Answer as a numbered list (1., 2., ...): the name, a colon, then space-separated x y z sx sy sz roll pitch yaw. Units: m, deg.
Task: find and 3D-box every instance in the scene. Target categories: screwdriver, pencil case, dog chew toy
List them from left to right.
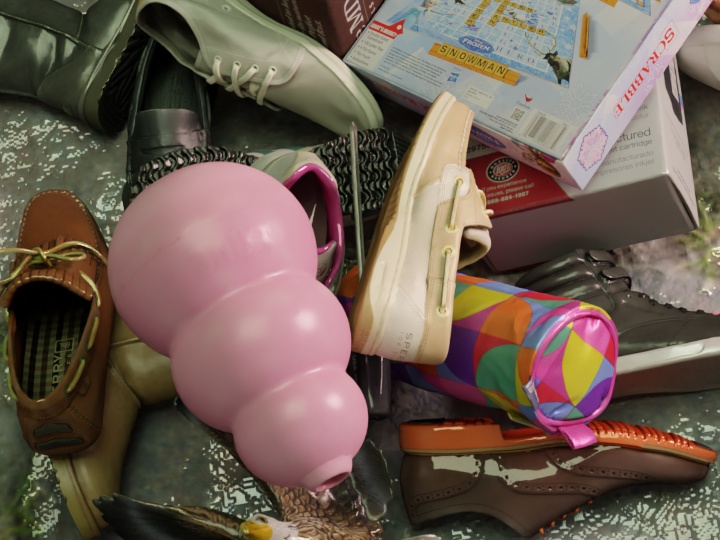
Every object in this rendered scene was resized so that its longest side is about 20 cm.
1. dog chew toy: -0.063 0.037 1.118 0.125 0.125 0.200 -27 71 -7
2. screwdriver: 0.000 0.000 1.225 0.028 0.029 0.200 1 65 -13
3. pencil case: 0.069 0.047 1.217 0.200 0.088 0.088 17 61 47

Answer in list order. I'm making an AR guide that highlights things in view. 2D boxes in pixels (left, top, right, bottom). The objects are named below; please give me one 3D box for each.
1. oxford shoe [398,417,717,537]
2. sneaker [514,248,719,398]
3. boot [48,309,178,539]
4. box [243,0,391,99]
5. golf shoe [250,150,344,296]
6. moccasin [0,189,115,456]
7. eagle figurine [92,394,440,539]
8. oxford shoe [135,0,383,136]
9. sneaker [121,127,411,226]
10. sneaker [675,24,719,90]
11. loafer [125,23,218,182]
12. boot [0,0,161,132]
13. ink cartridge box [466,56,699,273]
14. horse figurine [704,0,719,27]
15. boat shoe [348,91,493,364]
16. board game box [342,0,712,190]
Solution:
1. oxford shoe: 0.124 0.131 1.224 0.200 0.071 0.073 1 90 5
2. sneaker: 0.187 0.027 1.258 0.200 0.071 0.099 -9 65 8
3. boot: -0.112 0.072 1.279 0.200 0.066 0.175 -16 60 -2
4. box: -0.016 -0.253 1.385 0.164 0.166 0.200 31 69 25
5. golf shoe: -0.048 0.020 1.220 0.075 0.092 0.200 2 87 -16
6. moccasin: -0.201 0.022 1.251 0.074 0.078 0.201 -5 49 7
7. eagle figurine: -0.047 0.155 1.176 0.152 0.151 0.200 -34 55 -22
8. oxford shoe: -0.074 -0.143 1.338 0.200 0.075 0.058 34 60 6
9. sneaker: -0.061 -0.048 1.322 0.200 0.093 0.070 -9 79 -6
10. sneaker: 0.292 -0.106 1.319 0.200 0.073 0.085 24 83 29
11. loafer: -0.137 -0.089 1.367 0.068 0.070 0.201 -5 60 13
12. boot: -0.240 -0.198 1.453 0.200 0.073 0.182 19 63 25
13. ink cartridge box: 0.141 -0.115 1.320 0.146 0.083 0.200 -13 59 19
14. horse figurine: 0.279 -0.211 1.364 0.200 0.050 0.133 -11 57 -37
15. boat shoe: 0.046 -0.023 1.191 0.069 0.074 0.200 21 56 -3
16. board game box: 0.120 -0.176 1.284 0.200 0.041 0.200 30 81 37
